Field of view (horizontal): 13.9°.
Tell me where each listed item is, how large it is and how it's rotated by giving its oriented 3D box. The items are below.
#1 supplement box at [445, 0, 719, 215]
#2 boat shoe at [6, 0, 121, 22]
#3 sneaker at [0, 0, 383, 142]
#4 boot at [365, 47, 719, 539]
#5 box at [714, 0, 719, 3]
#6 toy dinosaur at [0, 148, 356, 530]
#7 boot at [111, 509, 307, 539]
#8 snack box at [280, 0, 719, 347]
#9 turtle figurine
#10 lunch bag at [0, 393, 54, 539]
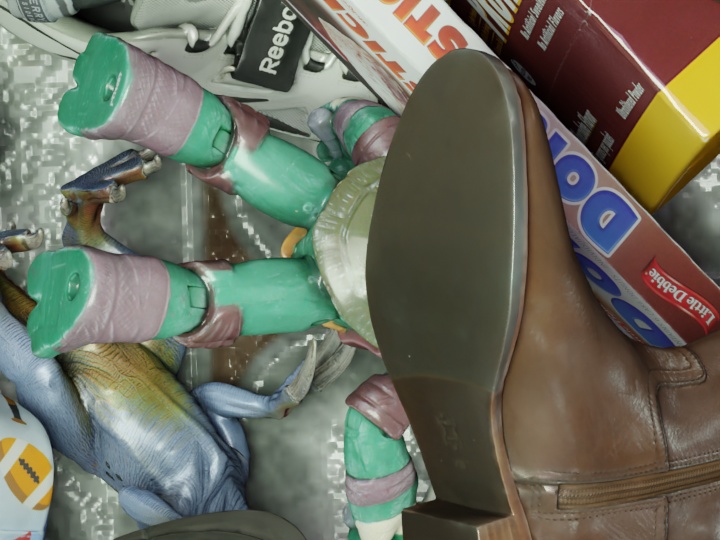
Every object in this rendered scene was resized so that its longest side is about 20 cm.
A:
[{"bbox_3d":[0.098,-0.162,0.912,0.197,0.133,0.200,-42,85,-7],"label":"supplement box"},{"bbox_3d":[-0.088,-0.173,0.940,0.056,0.069,0.201,-7,70,5],"label":"boat shoe"},{"bbox_3d":[-0.039,-0.085,0.976,0.199,0.089,0.074,9,90,6],"label":"sneaker"},{"bbox_3d":[0.100,0.015,0.868,0.199,0.064,0.187,-12,110,-34],"label":"boot"},{"bbox_3d":[0.093,-0.178,0.746,0.164,0.200,0.166,22,82,1],"label":"box"},{"bbox_3d":[-0.060,0.052,1.003,0.105,0.200,0.182,-36,112,-27],"label":"toy dinosaur"},{"bbox_3d":[-0.072,0.174,0.911,0.200,0.073,0.151,-36,127,-1],"label":"boot"},{"bbox_3d":[0.039,-0.046,0.935,0.200,0.072,0.024,45,80,-18],"label":"snack box"},{"bbox_3d":[0.000,0.000,0.915,0.199,0.101,0.150,17,56,-28],"label":"turtle figurine"},{"bbox_3d":[-0.187,0.116,0.976,0.160,0.075,0.201,24,99,39],"label":"lunch bag"}]
